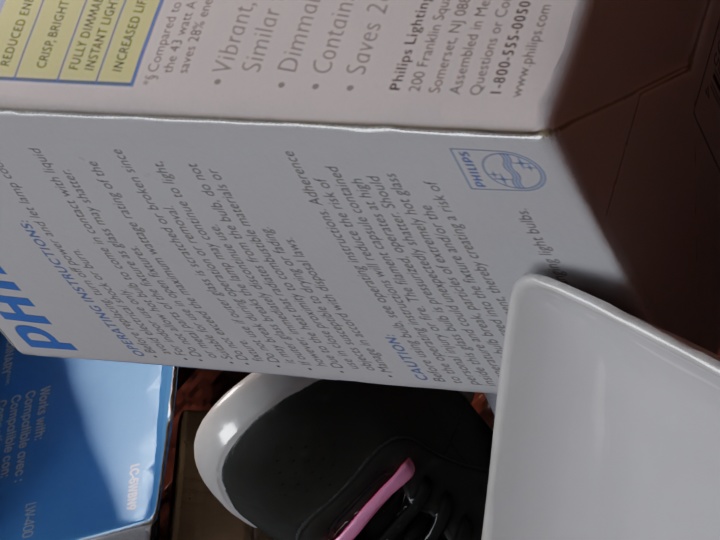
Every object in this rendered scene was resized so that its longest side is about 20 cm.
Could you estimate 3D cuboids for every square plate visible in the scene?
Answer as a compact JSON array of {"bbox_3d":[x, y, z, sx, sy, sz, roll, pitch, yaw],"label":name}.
[{"bbox_3d":[0.115,0.110,0.658,0.198,0.028,0.200,26,133,24],"label":"square plate"}]

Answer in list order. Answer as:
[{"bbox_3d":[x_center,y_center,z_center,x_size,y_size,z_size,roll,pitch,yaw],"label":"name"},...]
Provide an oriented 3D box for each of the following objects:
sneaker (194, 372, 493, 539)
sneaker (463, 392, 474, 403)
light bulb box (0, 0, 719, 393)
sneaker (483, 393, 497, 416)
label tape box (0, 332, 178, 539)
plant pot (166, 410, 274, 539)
[{"bbox_3d":[0.031,0.087,0.836,0.071,0.200,0.099,-44,55,8],"label":"sneaker"},{"bbox_3d":[0.000,0.000,0.864,0.075,0.089,0.200,8,131,19],"label":"sneaker"},{"bbox_3d":[0.001,-0.082,0.720,0.200,0.198,0.125,4,148,27],"label":"light bulb box"},{"bbox_3d":[0.113,0.068,0.846,0.071,0.073,0.200,-46,76,20],"label":"sneaker"},{"bbox_3d":[-0.095,0.075,0.935,0.063,0.144,0.200,5,128,-4],"label":"label tape box"},{"bbox_3d":[-0.026,0.151,0.959,0.093,0.201,0.201,6,122,-4],"label":"plant pot"}]
